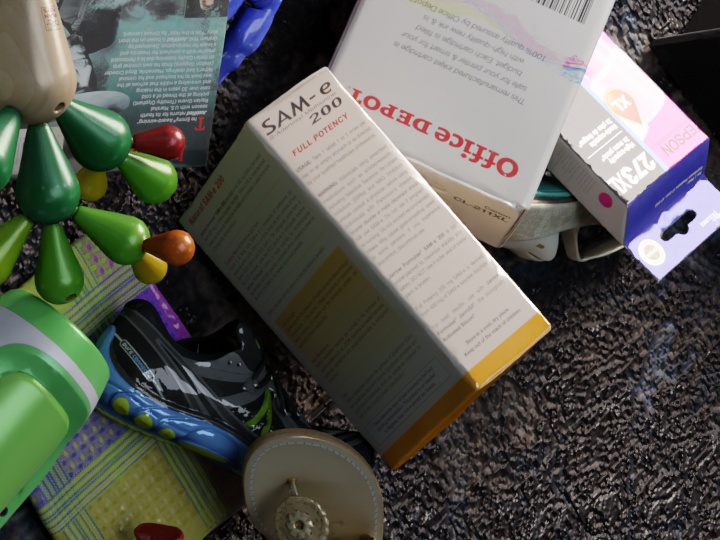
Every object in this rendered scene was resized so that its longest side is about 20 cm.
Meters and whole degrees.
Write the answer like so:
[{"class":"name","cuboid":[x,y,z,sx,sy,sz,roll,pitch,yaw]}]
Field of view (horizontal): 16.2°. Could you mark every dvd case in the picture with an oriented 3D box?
[{"class":"dvd case","cuboid":[-0.134,-0.149,1.380,0.146,0.022,0.201,-7,114,-37]}]

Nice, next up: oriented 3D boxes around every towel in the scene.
[{"class":"towel","cuboid":[-0.144,0.088,1.461,0.144,0.023,0.200,-42,112,-31]}]

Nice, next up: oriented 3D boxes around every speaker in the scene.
[{"class":"speaker","cuboid":[-0.223,0.106,1.345,0.200,0.088,0.089,-50,117,-19]}]

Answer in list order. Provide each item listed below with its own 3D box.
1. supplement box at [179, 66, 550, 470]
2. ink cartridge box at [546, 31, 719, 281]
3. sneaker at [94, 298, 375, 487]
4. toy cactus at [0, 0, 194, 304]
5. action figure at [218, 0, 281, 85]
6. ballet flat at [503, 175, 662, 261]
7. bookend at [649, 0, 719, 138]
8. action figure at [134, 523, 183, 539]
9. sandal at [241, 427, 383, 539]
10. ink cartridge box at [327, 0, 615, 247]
[{"class":"supplement box","cuboid":[0.000,0.000,1.465,0.073,0.126,0.200,-37,84,-34]},{"class":"ink cartridge box","cuboid":[0.154,-0.094,1.634,0.200,0.037,0.095,48,54,6]},{"class":"sneaker","cuboid":[-0.065,0.074,1.463,0.199,0.071,0.083,27,78,-31]},{"class":"toy cactus","cuboid":[-0.163,-0.062,1.319,0.199,0.102,0.166,-15,103,-42]},{"class":"action figure","cuboid":[-0.051,-0.154,1.466,0.065,0.099,0.200,43,78,-31]},{"class":"ballet flat","cuboid":[0.132,-0.034,1.657,0.199,0.067,0.063,-8,106,-37]},{"class":"bookend","cuboid":[0.334,-0.163,1.800,0.199,0.092,0.200,48,60,-26]},{"class":"action figure","cuboid":[-0.085,0.250,1.434,0.065,0.099,0.201,-32,121,-33]},{"class":"sandal","cuboid":[-0.018,0.178,1.461,0.212,0.077,0.070,78,1,-50]},{"class":"ink cartridge box","cuboid":[0.064,-0.137,1.559,0.145,0.083,0.201,24,71,-2]}]
